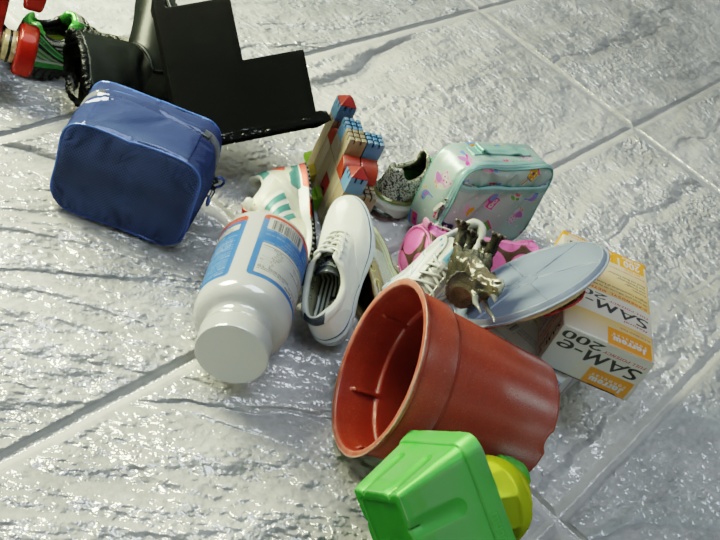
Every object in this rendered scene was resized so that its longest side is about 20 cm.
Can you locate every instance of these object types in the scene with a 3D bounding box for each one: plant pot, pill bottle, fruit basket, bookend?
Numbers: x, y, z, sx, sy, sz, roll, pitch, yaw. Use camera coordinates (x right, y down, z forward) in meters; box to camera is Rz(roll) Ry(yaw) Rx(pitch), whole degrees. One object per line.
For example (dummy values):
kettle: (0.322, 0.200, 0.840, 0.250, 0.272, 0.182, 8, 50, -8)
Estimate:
plant pot: (0.100, 0.137, 1.247, 0.194, 0.201, 0.201, 22, 35, -22)
pill bottle: (-0.127, 0.031, 1.280, 0.112, 0.113, 0.200, 22, 37, -7)
fruit basket: (0.115, 0.245, 1.105, 0.214, 0.155, 0.217, 3, 83, -27)
bookend: (-0.161, -0.273, 1.495, 0.197, 0.201, 0.092, -13, 5, -11)

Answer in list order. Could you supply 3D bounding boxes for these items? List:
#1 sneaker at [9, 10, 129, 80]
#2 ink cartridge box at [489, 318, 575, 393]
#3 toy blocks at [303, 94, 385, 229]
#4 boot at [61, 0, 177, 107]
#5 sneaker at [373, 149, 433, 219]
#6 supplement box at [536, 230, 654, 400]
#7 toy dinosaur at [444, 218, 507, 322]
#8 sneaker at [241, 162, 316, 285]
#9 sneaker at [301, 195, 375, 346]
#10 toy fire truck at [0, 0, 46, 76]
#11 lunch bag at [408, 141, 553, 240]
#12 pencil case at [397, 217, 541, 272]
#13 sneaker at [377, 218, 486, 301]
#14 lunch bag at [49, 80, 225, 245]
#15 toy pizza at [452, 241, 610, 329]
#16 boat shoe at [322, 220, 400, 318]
sneaker: (-0.375, -0.307, 1.549, 0.199, 0.085, 0.078, -5, 47, -38)
ink cartridge box: (0.208, 0.099, 1.437, 0.144, 0.085, 0.200, 42, 40, 18)
toy blocks: (-0.017, -0.145, 1.541, 0.099, 0.137, 0.201, 10, 40, -24)
boot: (-0.321, -0.299, 1.518, 0.162, 0.073, 0.200, -4, 84, -43)
sneaker: (0.094, -0.135, 1.642, 0.077, 0.089, 0.200, 44, 38, 21)
supplement box: (0.292, 0.052, 1.415, 0.125, 0.074, 0.200, 22, 37, -8)
toy dinosaur: (0.125, 0.004, 1.305, 0.077, 0.103, 0.200, 21, -7, 1)
sneaker: (-0.105, -0.056, 1.453, 0.093, 0.071, 0.201, -5, 50, -1)
sneaker: (-0.026, -0.011, 1.363, 0.073, 0.071, 0.201, -2, 61, 15)
toy fire truck: (-0.469, -0.338, 1.449, 0.111, 0.201, 0.168, 11, 13, -23)
lunch bag: (0.171, -0.108, 1.599, 0.199, 0.161, 0.077, -6, 47, -39)
pencil case: (0.155, -0.014, 1.528, 0.199, 0.094, 0.091, 7, 14, -28)
sneaker: (0.088, 0.002, 1.371, 0.075, 0.087, 0.200, 39, 55, 3)
lunch bag: (-0.261, -0.134, 1.370, 0.199, 0.136, 0.133, 22, 37, -9)
toy pizza: (0.204, 0.024, 1.342, 0.200, 0.199, 0.032, -45, 114, -53)
boat shoe: (0.000, 0.000, 1.429, 0.066, 0.074, 0.200, -8, 50, -37)
